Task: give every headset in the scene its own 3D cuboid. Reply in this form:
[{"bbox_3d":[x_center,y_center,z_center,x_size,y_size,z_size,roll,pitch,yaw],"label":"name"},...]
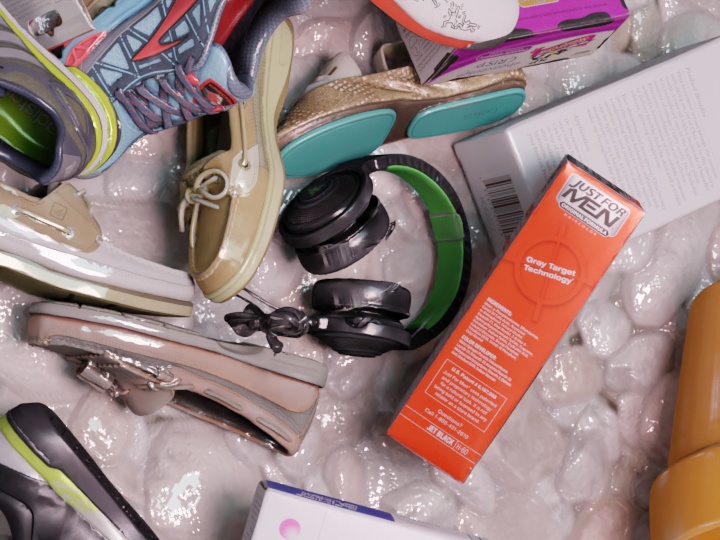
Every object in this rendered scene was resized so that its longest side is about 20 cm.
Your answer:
[{"bbox_3d":[0.000,0.000,1.732,0.200,0.094,0.124,-24,104,-38],"label":"headset"}]

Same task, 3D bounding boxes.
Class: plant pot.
[{"bbox_3d":[0.285,0.104,1.844,0.200,0.200,0.184,12,62,-28],"label":"plant pot"}]

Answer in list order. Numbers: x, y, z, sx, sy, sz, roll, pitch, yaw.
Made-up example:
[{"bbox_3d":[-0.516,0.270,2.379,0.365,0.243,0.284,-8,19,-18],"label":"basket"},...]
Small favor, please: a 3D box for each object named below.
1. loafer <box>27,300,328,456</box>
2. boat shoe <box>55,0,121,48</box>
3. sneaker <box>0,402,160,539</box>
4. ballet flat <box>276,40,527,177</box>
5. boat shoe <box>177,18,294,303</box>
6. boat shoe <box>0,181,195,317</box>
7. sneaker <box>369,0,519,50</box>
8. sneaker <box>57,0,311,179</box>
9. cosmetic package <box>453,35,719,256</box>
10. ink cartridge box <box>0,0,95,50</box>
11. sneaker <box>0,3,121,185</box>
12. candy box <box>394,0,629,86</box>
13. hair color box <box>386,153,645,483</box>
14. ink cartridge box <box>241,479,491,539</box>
[{"bbox_3d":[-0.110,0.066,1.686,0.200,0.072,0.063,14,84,-30],"label":"loafer"},{"bbox_3d":[-0.124,-0.208,1.717,0.064,0.071,0.200,36,72,17],"label":"boat shoe"},{"bbox_3d":[-0.168,0.167,1.653,0.083,0.072,0.200,-37,103,-1],"label":"sneaker"},{"bbox_3d":[0.012,-0.110,1.786,0.200,0.071,0.065,-15,65,-32],"label":"ballet flat"},{"bbox_3d":[-0.085,-0.077,1.700,0.063,0.073,0.201,22,62,-28],"label":"boat shoe"},{"bbox_3d":[-0.183,-0.021,1.649,0.200,0.075,0.069,16,79,-27],"label":"boat shoe"},{"bbox_3d":[0.044,-0.201,1.642,0.201,0.108,0.067,26,49,-33],"label":"sneaker"},{"bbox_3d":[-0.108,-0.124,1.653,0.200,0.096,0.079,-49,145,10],"label":"sneaker"},{"bbox_3d":[0.171,-0.075,1.856,0.200,0.071,0.102,-23,96,-29],"label":"cosmetic package"},{"bbox_3d":[-0.201,-0.231,1.645,0.050,0.109,0.200,-29,99,-29],"label":"ink cartridge box"},{"bbox_3d":[-0.227,-0.121,1.608,0.200,0.081,0.074,36,107,-4],"label":"sneaker"},{"bbox_3d":[0.069,-0.226,1.792,0.136,0.061,0.200,-12,73,-30],"label":"candy box"},{"bbox_3d":[0.096,0.028,1.736,0.061,0.102,0.200,33,97,1],"label":"hair color box"},{"bbox_3d":[0.007,0.246,1.680,0.196,0.043,0.200,15,93,-8],"label":"ink cartridge box"}]
